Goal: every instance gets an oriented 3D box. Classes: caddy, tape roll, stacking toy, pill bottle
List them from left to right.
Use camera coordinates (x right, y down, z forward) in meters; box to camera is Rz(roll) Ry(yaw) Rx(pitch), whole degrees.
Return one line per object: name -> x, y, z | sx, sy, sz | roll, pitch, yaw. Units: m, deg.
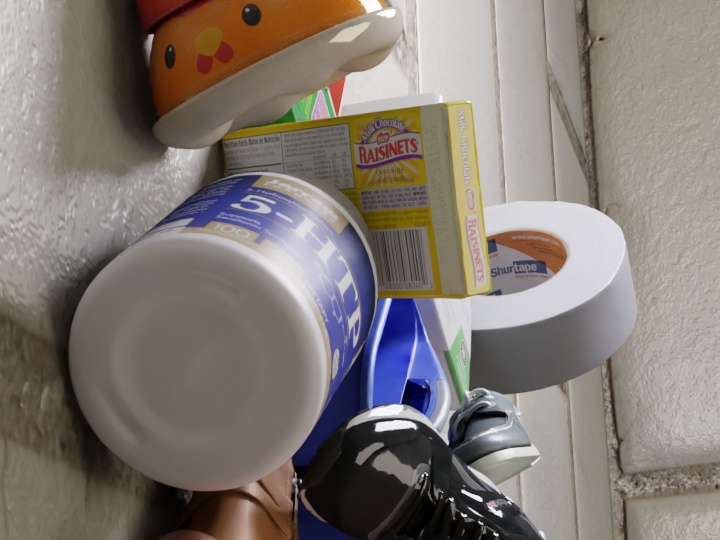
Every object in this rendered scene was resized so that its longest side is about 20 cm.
stacking toy -> -0.079, -0.176, 0.914 | 0.201, 0.146, 0.146 | 64, 15, -2
pill bottle -> -0.055, 0.017, 0.856 | 0.200, 0.119, 0.120 | -56, 138, -70
caddy -> 0.006, 0.092, 1.106 | 0.200, 0.104, 0.142 | -72, 152, -59
tape roll -> 0.128, 0.019, 1.452 | 0.201, 0.199, 0.066 | -76, 155, -56

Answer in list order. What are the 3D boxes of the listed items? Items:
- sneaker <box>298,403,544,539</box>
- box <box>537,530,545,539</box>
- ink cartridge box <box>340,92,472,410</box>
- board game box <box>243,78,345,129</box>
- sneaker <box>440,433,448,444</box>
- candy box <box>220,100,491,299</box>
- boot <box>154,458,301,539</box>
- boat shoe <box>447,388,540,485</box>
sneaker -> 0.050, 0.134, 0.932 | 0.076, 0.087, 0.200 | -56, 142, 2
box -> 0.071, 0.222, 0.987 | 0.200, 0.082, 0.049 | -89, -177, -63
ink cartridge box -> 0.034, -0.013, 1.316 | 0.146, 0.087, 0.201 | 70, 21, -47
board game box -> -0.050, -0.161, 1.129 | 0.201, 0.040, 0.153 | -81, 160, -48
sneaker -> 0.032, 0.178, 1.190 | 0.201, 0.104, 0.076 | -73, 156, -56
candy box -> -0.008, -0.035, 0.972 | 0.026, 0.199, 0.103 | -8, 95, -39
boot -> -0.063, 0.132, 0.845 | 0.200, 0.076, 0.156 | 74, 20, -52
boat shoe -> 0.073, 0.110, 1.111 | 0.062, 0.073, 0.200 | 62, 7, 9
